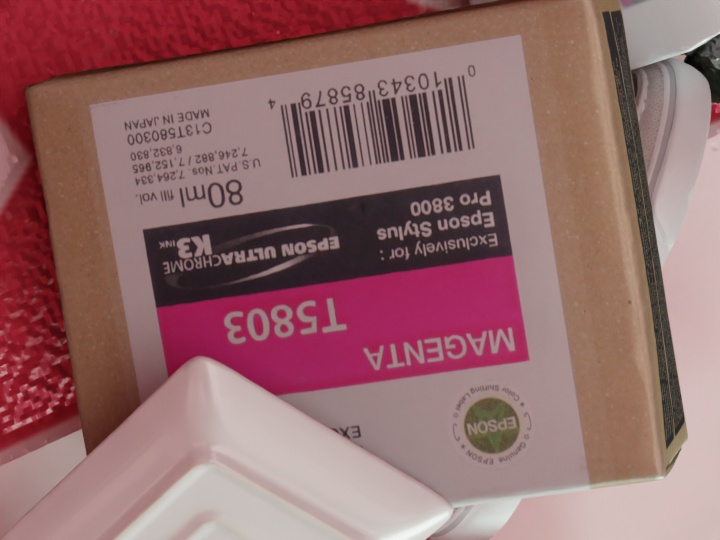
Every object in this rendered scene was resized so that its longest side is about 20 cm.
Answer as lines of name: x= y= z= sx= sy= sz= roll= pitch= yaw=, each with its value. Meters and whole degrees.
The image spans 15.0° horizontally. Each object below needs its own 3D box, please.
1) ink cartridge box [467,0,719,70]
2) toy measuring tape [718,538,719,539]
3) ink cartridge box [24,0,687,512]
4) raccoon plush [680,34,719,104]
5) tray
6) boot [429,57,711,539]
ink cartridge box: x=0.109 y=-0.163 z=0.956 sx=0.057 sy=0.199 sz=0.163 roll=-46 pitch=114 yaw=-49
toy measuring tape: x=0.089 y=0.124 z=1.034 sx=0.200 sy=0.074 sz=0.074 roll=-46 pitch=110 yaw=-13
ink cartridge box: x=0.000 y=0.000 z=0.926 sx=0.199 sy=0.075 sz=0.166 roll=-9 pitch=94 yaw=11
raccoon plush: x=0.202 y=-0.122 z=1.053 sx=0.134 sy=0.096 sz=0.201 roll=22 pitch=74 yaw=-45
tray: x=-0.070 y=0.113 z=0.919 sx=0.107 sy=0.022 sz=0.200 roll=31 pitch=127 yaw=-23
boot: x=0.046 y=-0.003 z=0.998 sx=0.095 sy=0.074 sz=0.201 roll=28 pitch=87 yaw=-21
